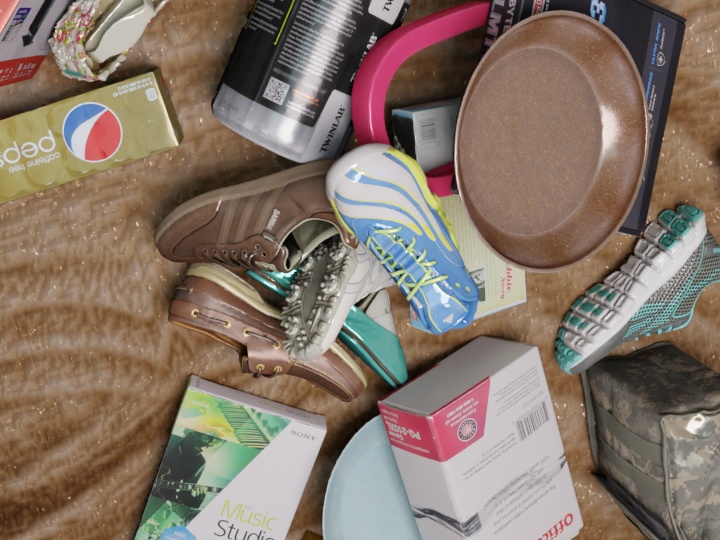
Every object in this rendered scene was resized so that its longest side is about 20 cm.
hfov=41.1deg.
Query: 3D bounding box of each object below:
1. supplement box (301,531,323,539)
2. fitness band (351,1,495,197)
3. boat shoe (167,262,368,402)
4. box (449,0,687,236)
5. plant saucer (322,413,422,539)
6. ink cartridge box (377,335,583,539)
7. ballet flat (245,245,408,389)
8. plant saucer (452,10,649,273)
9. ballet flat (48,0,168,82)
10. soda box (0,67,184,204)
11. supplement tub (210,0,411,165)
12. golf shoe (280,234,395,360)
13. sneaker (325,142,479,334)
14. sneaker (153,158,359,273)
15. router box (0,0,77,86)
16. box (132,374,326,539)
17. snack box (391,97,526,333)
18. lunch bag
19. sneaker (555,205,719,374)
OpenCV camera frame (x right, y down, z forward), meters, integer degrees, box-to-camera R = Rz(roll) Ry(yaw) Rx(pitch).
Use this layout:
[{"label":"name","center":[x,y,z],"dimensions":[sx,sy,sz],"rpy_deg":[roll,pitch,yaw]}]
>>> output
[{"label":"supplement box","center":[-0.036,0.407,0.926],"dimensions":[0.132,0.200,0.198],"rpy_deg":[27,101,-12]},{"label":"fitness band","center":[0.079,-0.143,0.804],"dimensions":[0.199,0.037,0.145],"rpy_deg":[-27,113,-28]},{"label":"boat shoe","center":[-0.087,0.069,0.886],"dimensions":[0.199,0.072,0.068],"rpy_deg":[33,68,-9]},{"label":"box","center":[0.183,-0.144,0.823],"dimensions":[0.197,0.050,0.202],"rpy_deg":[10,93,-36]},{"label":"plant saucer","center":[0.039,0.233,0.943],"dimensions":[0.200,0.039,0.203],"rpy_deg":[1,88,-34]},{"label":"ink cartridge box","center":[0.118,0.186,0.914],"dimensions":[0.144,0.084,0.202],"rpy_deg":[-27,109,-31]},{"label":"ballet flat","center":[-0.014,0.031,0.899],"dimensions":[0.200,0.067,0.071],"rpy_deg":[39,84,-16]},{"label":"plant saucer","center":[0.145,-0.100,0.758],"dimensions":[0.199,0.037,0.202],"rpy_deg":[-6,102,-30]},{"label":"ballet flat","center":[-0.178,-0.235,0.798],"dimensions":[0.201,0.064,0.075],"rpy_deg":[-53,138,5]},{"label":"soda box","center":[-0.259,-0.112,0.832],"dimensions":[0.198,0.064,0.068],"rpy_deg":[-18,107,-1]},{"label":"supplement tub","center":[-0.035,-0.198,0.803],"dimensions":[0.122,0.123,0.201],"rpy_deg":[23,102,-12]},{"label":"golf shoe","center":[0.000,0.000,0.846],"dimensions":[0.097,0.078,0.201],"rpy_deg":[38,60,-31]},{"label":"sneaker","center":[0.047,-0.016,0.741],"dimensions":[0.076,0.105,0.200],"rpy_deg":[-37,145,8]},{"label":"sneaker","center":[-0.090,-0.030,0.808],"dimensions":[0.199,0.070,0.076],"rpy_deg":[-19,69,24]},{"label":"router box","center":[-0.249,-0.228,0.730],"dimensions":[0.049,0.200,0.180],"rpy_deg":[32,100,-13]},{"label":"box","center":[-0.132,0.217,0.950],"dimensions":[0.143,0.036,0.201],"rpy_deg":[18,102,-11]},{"label":"snack box","center":[0.093,-0.054,0.877],"dimensions":[0.115,0.037,0.202],"rpy_deg":[-15,108,-29]},{"label":"lunch bag","center":[0.297,0.192,0.923],"dimensions":[0.117,0.164,0.202],"rpy_deg":[-12,106,-8]},{"label":"sneaker","center":[0.277,0.036,0.928],"dimensions":[0.091,0.078,0.200],"rpy_deg":[41,99,-19]}]
